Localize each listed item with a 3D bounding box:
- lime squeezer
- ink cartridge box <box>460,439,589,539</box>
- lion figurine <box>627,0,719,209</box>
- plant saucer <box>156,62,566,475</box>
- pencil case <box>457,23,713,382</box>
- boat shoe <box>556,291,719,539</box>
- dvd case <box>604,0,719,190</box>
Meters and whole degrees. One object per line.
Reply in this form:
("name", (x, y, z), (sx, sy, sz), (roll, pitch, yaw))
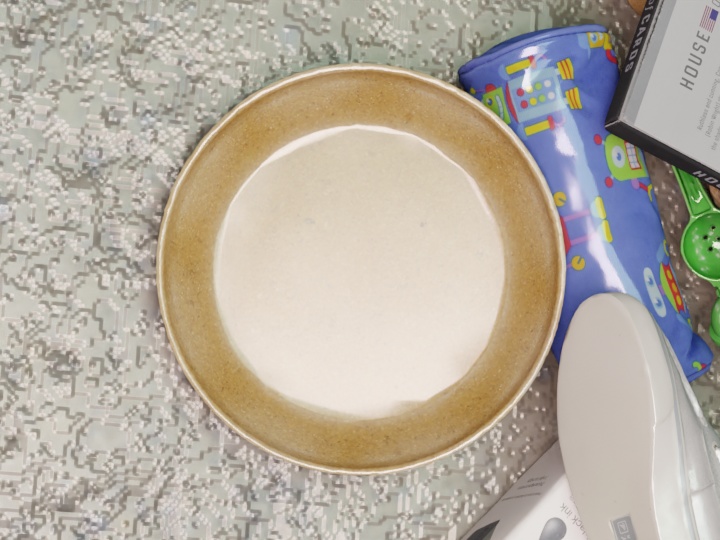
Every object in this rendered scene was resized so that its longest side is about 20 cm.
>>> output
("lime squeezer", (0.184, 0.002, 1.486), (0.038, 0.071, 0.201), (-15, 68, -1))
("ink cartridge box", (0.095, 0.196, 1.463), (0.146, 0.084, 0.200), (47, 73, -5))
("lion figurine", (0.184, -0.126, 1.540), (0.122, 0.072, 0.200), (-39, 89, -11))
("plant saucer", (0.000, 0.000, 1.468), (0.199, 0.035, 0.201), (0, 87, 0))
("pencil case", (0.117, -0.024, 1.501), (0.087, 0.078, 0.201), (-16, 87, -44))
("boat shoe", (0.150, 0.107, 1.418), (0.068, 0.072, 0.201), (-7, 76, -40))
("dvd case", (0.230, -0.095, 1.497), (0.199, 0.025, 0.151), (26, 71, -17))
